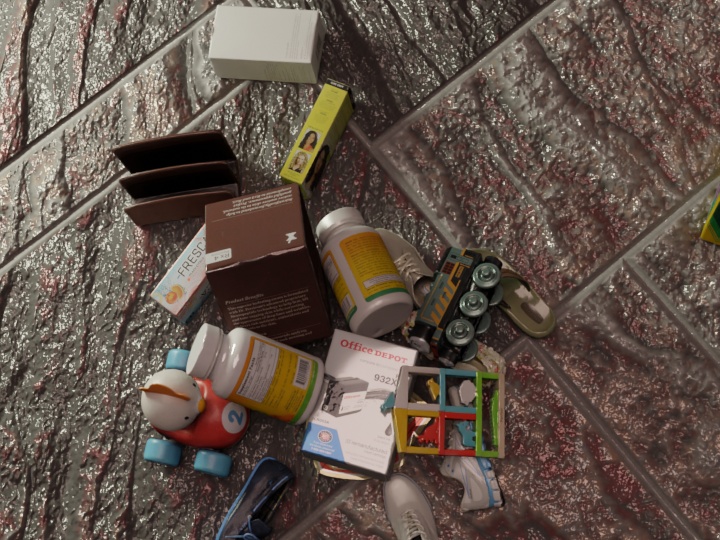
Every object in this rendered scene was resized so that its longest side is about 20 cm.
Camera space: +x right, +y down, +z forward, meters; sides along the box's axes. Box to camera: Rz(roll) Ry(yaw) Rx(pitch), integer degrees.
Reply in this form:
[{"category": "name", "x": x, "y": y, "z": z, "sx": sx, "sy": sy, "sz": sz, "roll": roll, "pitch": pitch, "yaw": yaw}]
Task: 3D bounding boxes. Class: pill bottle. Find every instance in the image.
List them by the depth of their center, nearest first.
[{"category": "pill bottle", "x": -0.165, "y": 0.156, "z": 1.517, "sx": 0.197, "sy": 0.111, "sz": 0.113, "roll": 23, "pitch": 74, "yaw": -17}, {"category": "pill bottle", "x": 0.000, "y": 0.000, "z": 1.610, "sx": 0.111, "sy": 0.113, "sz": 0.202, "roll": -25, "pitch": 62, "yaw": -2}]

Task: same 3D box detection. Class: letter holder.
[{"category": "letter holder", "x": -0.321, "y": -0.163, "z": 1.704, "sx": 0.196, "sy": 0.142, "sz": 0.103, "roll": -9, "pitch": 71, "yaw": 3}]

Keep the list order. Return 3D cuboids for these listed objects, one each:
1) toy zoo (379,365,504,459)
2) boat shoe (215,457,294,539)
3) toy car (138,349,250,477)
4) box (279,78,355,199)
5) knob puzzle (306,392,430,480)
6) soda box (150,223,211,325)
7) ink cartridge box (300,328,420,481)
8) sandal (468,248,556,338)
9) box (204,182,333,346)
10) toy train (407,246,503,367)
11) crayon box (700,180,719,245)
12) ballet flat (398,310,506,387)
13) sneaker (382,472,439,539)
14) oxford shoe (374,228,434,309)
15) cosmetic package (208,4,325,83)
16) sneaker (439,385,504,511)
[{"category": "toy zoo", "x": 0.126, "y": 0.218, "z": 1.503, "sx": 0.196, "sy": 0.020, "sz": 0.134, "roll": 5, "pitch": 75, "yaw": -10}, {"category": "boat shoe", "x": -0.171, "y": 0.396, "z": 1.543, "sx": 0.068, "sy": 0.084, "sz": 0.203, "roll": 20, "pitch": 78, "yaw": 24}, {"category": "toy car", "x": -0.275, "y": 0.214, "z": 1.551, "sx": 0.173, "sy": 0.200, "sz": 0.188, "roll": 10, "pitch": 74, "yaw": 9}, {"category": "box", "x": -0.074, "y": -0.233, "z": 1.736, "sx": 0.049, "sy": 0.075, "sz": 0.203, "roll": 21, "pitch": 77, "yaw": 14}, {"category": "knob puzzle", "x": -0.005, "y": 0.252, "z": 1.599, "sx": 0.215, "sy": 0.031, "sz": 0.224, "roll": -2, "pitch": 73, "yaw": 5}, {"category": "soda box", "x": -0.273, "y": -0.010, "z": 1.689, "sx": 0.063, "sy": 0.069, "sz": 0.201, "roll": 33, "pitch": 78, "yaw": 15}, {"category": "ink cartridge box", "x": 0.002, "y": 0.212, "z": 1.549, "sx": 0.142, "sy": 0.084, "sz": 0.204, "roll": 13, "pitch": 73, "yaw": 9}, {"category": "sandal", "x": 0.246, "y": 0.029, "z": 1.626, "sx": 0.200, "sy": 0.057, "sz": 0.080, "roll": 39, "pitch": 80, "yaw": 16}, {"category": "box", "x": -0.147, "y": 0.002, "z": 1.577, "sx": 0.163, "sy": 0.202, "sz": 0.166, "roll": -12, "pitch": 41, "yaw": 2}, {"category": "toy train", "x": 0.154, "y": 0.056, "z": 1.562, "sx": 0.112, "sy": 0.086, "sz": 0.202, "roll": 19, "pitch": 67, "yaw": 24}, {"category": "crayon box", "x": 0.623, "y": -0.160, "z": 1.583, "sx": 0.057, "sy": 0.173, "sz": 0.203, "roll": 20, "pitch": 76, "yaw": 15}, {"category": "ballet flat", "x": 0.145, "y": 0.128, "z": 1.595, "sx": 0.197, "sy": 0.077, "sz": 0.064, "roll": 24, "pitch": 34, "yaw": 13}, {"category": "sneaker", "x": 0.090, "y": 0.409, "z": 1.518, "sx": 0.072, "sy": 0.071, "sz": 0.203, "roll": -24, "pitch": 72, "yaw": -2}, {"category": "oxford shoe", "x": 0.079, "y": 0.000, "z": 1.655, "sx": 0.075, "sy": 0.058, "sz": 0.201, "roll": -40, "pitch": 70, "yaw": -3}, {"category": "cosmetic package", "x": -0.173, "y": -0.417, "z": 1.801, "sx": 0.196, "sy": 0.081, "sz": 0.115, "roll": 6, "pitch": 73, "yaw": 9}, {"category": "sneaker", "x": 0.160, "y": 0.285, "z": 1.551, "sx": 0.085, "sy": 0.075, "sz": 0.204, "roll": -18, "pitch": 71, "yaw": 6}]
